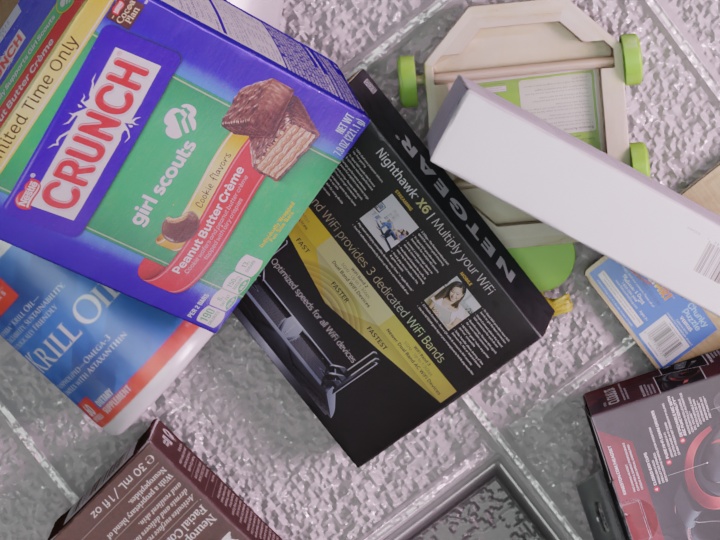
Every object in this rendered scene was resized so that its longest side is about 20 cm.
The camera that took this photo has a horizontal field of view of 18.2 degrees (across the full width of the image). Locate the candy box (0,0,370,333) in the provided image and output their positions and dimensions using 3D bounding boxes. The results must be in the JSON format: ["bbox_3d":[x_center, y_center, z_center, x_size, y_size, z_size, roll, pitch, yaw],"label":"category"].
[{"bbox_3d":[-0.123,-0.079,1.300,0.199,0.077,0.169,26,109,-34],"label":"candy box"}]

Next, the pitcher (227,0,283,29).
[{"bbox_3d":[-0.118,-0.183,1.375,0.171,0.121,0.201,27,94,-30],"label":"pitcher"}]

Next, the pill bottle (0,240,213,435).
[{"bbox_3d":[-0.191,-0.001,1.416,0.200,0.112,0.112,42,97,-4],"label":"pill bottle"}]

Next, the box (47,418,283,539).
[{"bbox_3d":[-0.098,0.205,1.464,0.200,0.075,0.100,44,96,-7],"label":"box"}]

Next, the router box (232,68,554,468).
[{"bbox_3d":[0.000,0.000,1.420,0.157,0.052,0.200,-36,97,23],"label":"router box"}]

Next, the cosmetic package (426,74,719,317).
[{"bbox_3d":[0.136,-0.046,1.345,0.199,0.151,0.052,28,100,-3],"label":"cosmetic package"}]

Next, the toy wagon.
[{"bbox_3d":[0.106,-0.071,1.438,0.154,0.040,0.202,-5,98,2],"label":"toy wagon"}]

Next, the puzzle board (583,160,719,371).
[{"bbox_3d":[0.262,0.032,1.461,0.150,0.017,0.200,-38,95,7],"label":"puzzle board"}]

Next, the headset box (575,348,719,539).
[{"bbox_3d":[0.238,0.129,1.430,0.199,0.075,0.150,-19,97,5],"label":"headset box"}]

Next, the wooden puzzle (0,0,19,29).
[{"bbox_3d":[-0.232,-0.171,1.381,0.046,0.185,0.201,15,98,-41],"label":"wooden puzzle"}]
